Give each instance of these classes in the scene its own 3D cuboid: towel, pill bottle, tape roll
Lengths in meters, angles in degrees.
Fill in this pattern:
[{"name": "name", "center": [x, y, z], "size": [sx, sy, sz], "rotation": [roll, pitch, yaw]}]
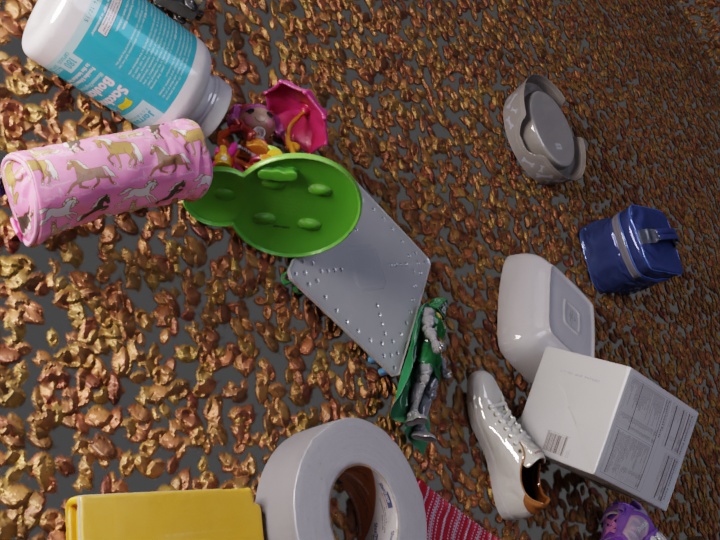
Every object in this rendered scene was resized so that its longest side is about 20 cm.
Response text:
[{"name": "towel", "center": [0.114, 0.358, 1.048], "size": [0.199, 0.022, 0.147], "rotation": [41, 46, -29]}, {"name": "pill bottle", "center": [-0.226, -0.212, 0.873], "size": [0.198, 0.110, 0.113], "rotation": [31, 50, -34]}, {"name": "tape roll", "center": [-0.017, 0.263, 0.912], "size": [0.198, 0.065, 0.205], "rotation": [24, 55, -40]}]

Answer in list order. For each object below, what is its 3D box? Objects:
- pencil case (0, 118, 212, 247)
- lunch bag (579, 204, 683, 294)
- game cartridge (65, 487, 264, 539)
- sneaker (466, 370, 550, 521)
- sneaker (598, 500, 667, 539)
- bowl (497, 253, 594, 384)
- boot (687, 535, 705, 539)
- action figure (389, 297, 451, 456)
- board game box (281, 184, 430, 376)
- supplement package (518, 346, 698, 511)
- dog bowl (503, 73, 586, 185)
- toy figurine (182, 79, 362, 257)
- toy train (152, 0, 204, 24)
[{"name": "pencil case", "center": [-0.230, -0.085, 0.806], "size": [0.198, 0.085, 0.085], "rotation": [-23, 108, -41]}, {"name": "lunch bag", "center": [0.517, -0.038, 1.615], "size": [0.197, 0.131, 0.139], "rotation": [1, 71, -47]}, {"name": "game cartridge", "center": [-0.163, 0.287, 0.765], "size": [0.198, 0.032, 0.181], "rotation": [14, 62, -47]}, {"name": "sneaker", "center": [0.206, 0.227, 1.170], "size": [0.072, 0.084, 0.205], "rotation": [-5, 74, -47]}, {"name": "sneaker", "center": [0.389, 0.397, 1.305], "size": [0.198, 0.080, 0.090], "rotation": [2, 63, -53]}, {"name": "bowl", "center": [0.302, 0.082, 1.359], "size": [0.199, 0.074, 0.203], "rotation": [39, 45, -30]}, {"name": "boot", "center": [0.577, 0.571, 1.443], "size": [0.147, 0.069, 0.201], "rotation": [55, 41, -23]}, {"name": "action figure", "center": [0.086, 0.114, 1.098], "size": [0.119, 0.053, 0.203], "rotation": [66, 28, -46]}, {"name": "board game box", "center": [0.000, 0.000, 1.092], "size": [0.200, 0.026, 0.202], "rotation": [44, 44, -25]}, {"name": "supplement package", "center": [0.353, 0.226, 1.246], "size": [0.198, 0.150, 0.154], "rotation": [29, 79, -36]}, {"name": "dog bowl", "center": [0.330, -0.247, 1.564], "size": [0.198, 0.058, 0.205], "rotation": [24, 55, -39]}, {"name": "toy figurine", "center": [-0.102, -0.137, 0.991], "size": [0.195, 0.152, 0.187], "rotation": [5, 47, -15]}, {"name": "toy train", "center": [-0.258, -0.332, 0.960], "size": [0.198, 0.034, 0.047], "rotation": [21, 44, -40]}]
